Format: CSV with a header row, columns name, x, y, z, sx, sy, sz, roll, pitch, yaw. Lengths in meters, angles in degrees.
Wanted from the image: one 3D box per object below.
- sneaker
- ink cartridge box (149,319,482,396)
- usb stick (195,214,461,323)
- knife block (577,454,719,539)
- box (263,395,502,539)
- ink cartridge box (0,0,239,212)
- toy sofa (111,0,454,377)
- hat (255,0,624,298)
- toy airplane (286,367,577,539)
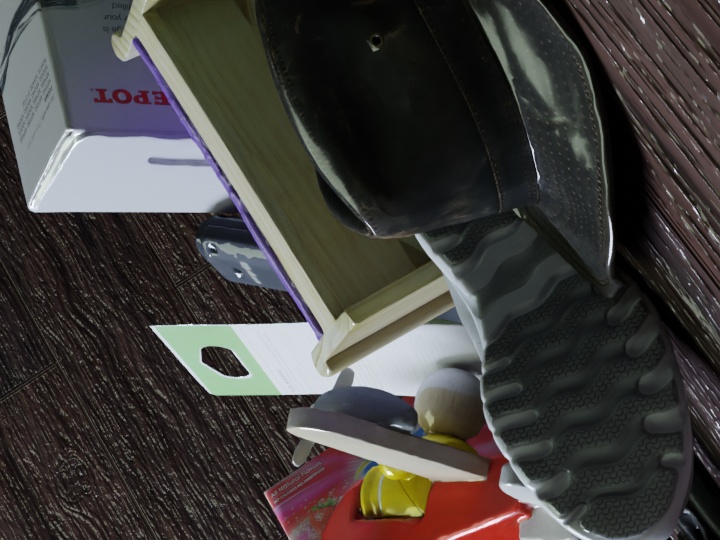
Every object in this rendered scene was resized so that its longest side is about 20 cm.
name,x,y,z,sx,sy,sz,roll,pitch,yaw
sneaker,0.084,0.030,0.674,0.082,0.074,0.201,51,-166,-46
ink cartridge box,-0.011,0.037,1.033,0.146,0.199,0.048,64,-150,-67
usb stick,0.000,0.000,0.918,0.199,0.033,0.055,10,163,32
knife block,0.161,0.161,0.695,0.176,0.064,0.200,58,177,-23
box,0.045,0.162,1.256,0.103,0.199,0.095,56,179,42
ink cartridge box,-0.125,-0.135,0.943,0.084,0.144,0.201,-48,51,49
toy sofa,-0.035,-0.052,0.825,0.201,0.083,0.098,57,153,10
hat,0.011,-0.064,0.592,0.201,0.081,0.201,60,172,14
toy airplane,0.063,0.114,0.970,0.200,0.198,0.142,79,-174,-57
